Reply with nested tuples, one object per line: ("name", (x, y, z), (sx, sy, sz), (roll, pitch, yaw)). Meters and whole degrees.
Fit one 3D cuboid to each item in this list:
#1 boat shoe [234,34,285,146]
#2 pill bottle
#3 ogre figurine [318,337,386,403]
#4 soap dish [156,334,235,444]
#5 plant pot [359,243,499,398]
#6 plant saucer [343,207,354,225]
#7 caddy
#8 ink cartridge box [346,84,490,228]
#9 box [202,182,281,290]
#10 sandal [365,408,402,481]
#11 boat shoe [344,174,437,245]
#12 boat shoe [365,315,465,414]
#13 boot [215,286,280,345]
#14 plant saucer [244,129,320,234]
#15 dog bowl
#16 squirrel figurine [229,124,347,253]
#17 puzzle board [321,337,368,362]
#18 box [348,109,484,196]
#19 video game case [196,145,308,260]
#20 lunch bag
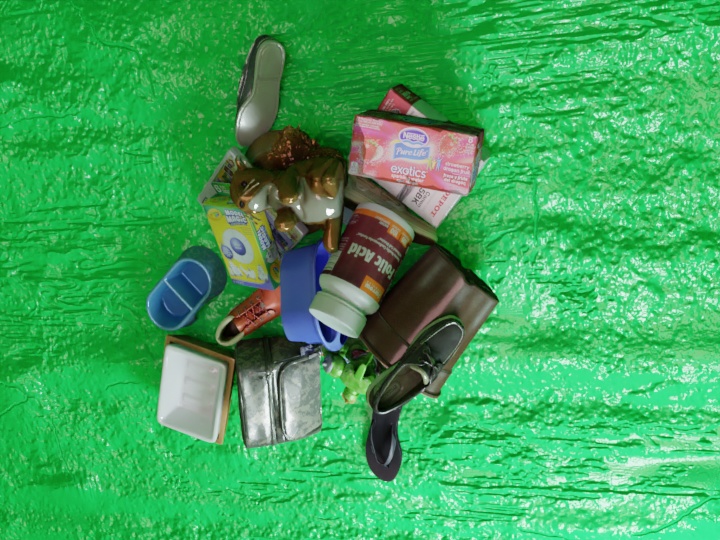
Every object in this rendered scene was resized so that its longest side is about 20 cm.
("boat shoe", (-0.185, -0.320, 1.376), (0.062, 0.072, 0.203), (52, 132, 43))
("pill bottle", (0.000, 0.000, 1.287), (0.113, 0.114, 0.203), (26, 76, 7))
("ogre figurine", (0.003, 0.182, 1.422), (0.200, 0.120, 0.098), (47, 113, -1))
("soap dish", (-0.332, 0.238, 1.582), (0.154, 0.081, 0.204), (17, 112, 11))
("plant pot", (0.122, 0.076, 1.332), (0.199, 0.200, 0.199), (39, 100, 1))
("plant saucer", (-0.056, -0.138, 1.408), (0.198, 0.019, 0.071), (35, 114, 5))
("caddy", (-0.070, 0.044, 1.391), (0.103, 0.141, 0.205), (-7, 79, 25))
("ink cartridge box", (0.099, -0.193, 1.306), (0.199, 0.083, 0.148), (37, 113, 3))
("box", (-0.214, -0.064, 1.412), (0.116, 0.048, 0.203), (8, 125, 37))
("sandal", (0.044, 0.325, 1.516), (0.074, 0.043, 0.205), (5, 109, 15))
("boat shoe", (0.054, -0.111, 1.353), (0.197, 0.072, 0.066), (28, 76, 5))
("boat shoe", (0.093, 0.156, 1.217), (0.200, 0.066, 0.072), (-42, 105, 0))
("boot", (-0.193, 0.076, 1.474), (0.199, 0.107, 0.076), (-37, 93, 22))
("plant saucer", (-0.137, -0.151, 1.400), (0.196, 0.035, 0.204), (10, 119, 18))
("dog bowl", (-0.354, 0.042, 1.541), (0.112, 0.050, 0.200), (46, 115, -1))
("squirrel figurine", (-0.118, -0.145, 1.279), (0.182, 0.202, 0.143), (4, 134, 7))
("puzzle board", (0.028, 0.133, 1.472), (0.196, 0.017, 0.153), (21, 112, 9))
("box", (0.089, -0.188, 1.212), (0.196, 0.100, 0.098), (12, 109, 13))
("video game case", (-0.202, -0.104, 1.422), (0.201, 0.022, 0.182), (49, 141, -2))
("lunch bag", (-0.155, 0.229, 1.498), (0.164, 0.140, 0.204), (-6, 110, -11))
